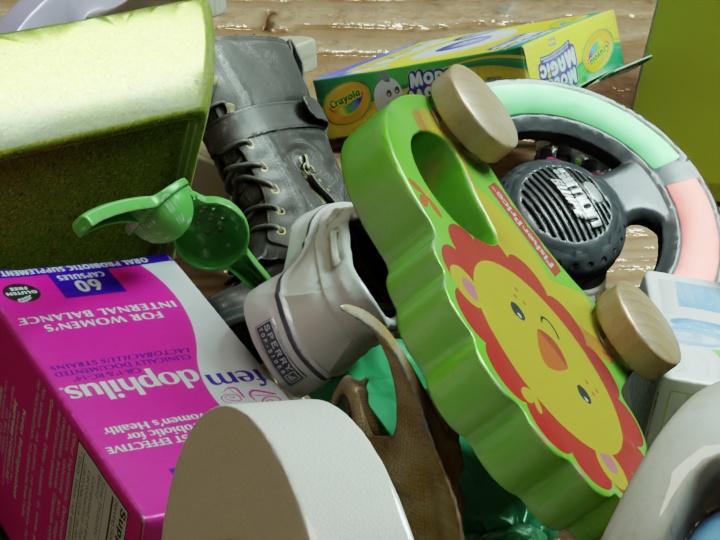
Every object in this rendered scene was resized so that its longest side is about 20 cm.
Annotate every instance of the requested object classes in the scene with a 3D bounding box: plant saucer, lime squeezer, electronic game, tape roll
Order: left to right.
[{"bbox_3d":[-0.153,-0.019,0.958,0.199,0.201,0.048,-17,46,-41],"label":"plant saucer"},{"bbox_3d":[-0.079,-0.010,0.925,0.200,0.038,0.071,32,40,-53],"label":"lime squeezer"},{"bbox_3d":[-0.026,0.145,0.684,0.037,0.204,0.203,-3,30,-22],"label":"tape roll"},{"bbox_3d":[0.111,-0.029,1.130,0.199,0.042,0.201,8,52,-10],"label":"electronic game"}]

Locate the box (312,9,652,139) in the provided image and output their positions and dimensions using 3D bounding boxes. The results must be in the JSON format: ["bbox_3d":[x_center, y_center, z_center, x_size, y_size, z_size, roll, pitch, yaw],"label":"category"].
[{"bbox_3d":[0.080,-0.128,1.311,0.199,0.049,0.117,-2,16,39],"label":"box"}]

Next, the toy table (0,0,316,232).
[{"bbox_3d":[-0.122,-0.112,1.183,0.117,0.185,0.200,8,35,33],"label":"toy table"}]

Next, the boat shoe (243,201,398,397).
[{"bbox_3d":[0.000,0.000,0.949,0.065,0.072,0.200,-29,3,16],"label":"boat shoe"}]

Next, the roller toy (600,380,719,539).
[{"bbox_3d":[0.158,0.140,0.773,0.139,0.183,0.200,22,30,24],"label":"roller toy"}]

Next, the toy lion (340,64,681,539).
[{"bbox_3d":[0.058,0.016,0.856,0.200,0.069,0.192,53,21,2],"label":"toy lion"}]

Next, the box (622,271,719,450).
[{"bbox_3d":[0.229,0.084,0.990,0.199,0.102,0.113,9,27,-2],"label":"box"}]

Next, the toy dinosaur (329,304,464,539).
[{"bbox_3d":[0.025,0.078,0.825,0.058,0.201,0.101,-15,27,-8],"label":"toy dinosaur"}]

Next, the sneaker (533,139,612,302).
[{"bbox_3d":[0.127,-0.048,1.219,0.073,0.088,0.200,15,28,9],"label":"sneaker"}]

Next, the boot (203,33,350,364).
[{"bbox_3d":[-0.061,-0.045,1.078,0.175,0.069,0.200,60,30,5],"label":"boot"}]

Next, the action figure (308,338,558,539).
[{"bbox_3d":[0.040,0.094,0.960,0.117,0.055,0.200,0,25,-22],"label":"action figure"}]

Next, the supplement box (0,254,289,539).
[{"bbox_3d":[-0.095,0.086,0.880,0.101,0.104,0.200,-6,33,-30],"label":"supplement box"}]

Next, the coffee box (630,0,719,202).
[{"bbox_3d":[0.301,-0.164,1.376,0.199,0.201,0.198,15,29,8],"label":"coffee box"}]
